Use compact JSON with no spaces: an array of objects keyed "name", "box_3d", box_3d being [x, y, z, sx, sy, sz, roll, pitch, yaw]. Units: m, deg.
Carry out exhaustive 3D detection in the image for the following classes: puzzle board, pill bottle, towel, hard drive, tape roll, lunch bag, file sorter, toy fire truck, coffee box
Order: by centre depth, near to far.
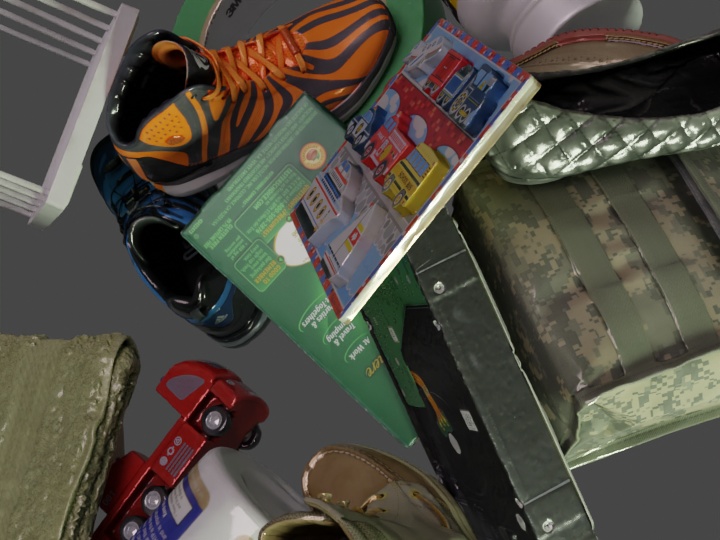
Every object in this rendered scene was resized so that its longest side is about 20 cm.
[{"name":"puzzle board","box_3d":[0.018,-0.064,0.799,0.151,0.017,0.200,-51,18,8]},{"name":"hard drive","box_3d":[0.055,0.062,0.831,0.038,0.140,0.200,-27,94,-15]},{"name":"lunch bag","box_3d":[0.170,0.000,0.835,0.200,0.118,0.164,-18,62,-14]},{"name":"pill bottle","box_3d":[-0.111,0.219,0.912,0.200,0.120,0.120,-48,61,5]},{"name":"coffee box","box_3d":[0.000,0.000,0.925,0.200,0.044,0.123,42,95,3]},{"name":"pill bottle","box_3d":[0.093,-0.213,0.953,0.111,0.111,0.200,-38,61,10]},{"name":"towel","box_3d":[-0.226,0.135,0.981,0.148,0.036,0.200,-1,66,31]},{"name":"toy fire truck","box_3d":[-0.168,0.130,1.008,0.141,0.049,0.200,37,91,31]},{"name":"file sorter","box_3d":[-0.244,-0.120,1.020,0.124,0.200,0.139,22,82,-13]},{"name":"tape roll","box_3d":[-0.039,-0.152,1.035,0.200,0.048,0.201,-8,72,24]}]

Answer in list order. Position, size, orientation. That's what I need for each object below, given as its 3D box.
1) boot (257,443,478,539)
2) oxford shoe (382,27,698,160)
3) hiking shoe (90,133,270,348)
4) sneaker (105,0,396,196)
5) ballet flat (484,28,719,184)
[{"name":"boot","box_3d":[-0.003,0.149,0.817,0.200,0.155,0.072,41,102,42]},{"name":"oxford shoe","box_3d":[0.103,-0.089,0.876,0.200,0.070,0.075,-10,42,25]},{"name":"hiking shoe","box_3d":[-0.133,-0.036,1.020,0.074,0.087,0.200,-46,61,6]},{"name":"sneaker","box_3d":[-0.073,-0.124,0.945,0.200,0.112,0.078,-35,64,4]},{"name":"ballet flat","box_3d":[0.158,-0.097,0.792,0.200,0.057,0.067,-19,48,-9]}]
